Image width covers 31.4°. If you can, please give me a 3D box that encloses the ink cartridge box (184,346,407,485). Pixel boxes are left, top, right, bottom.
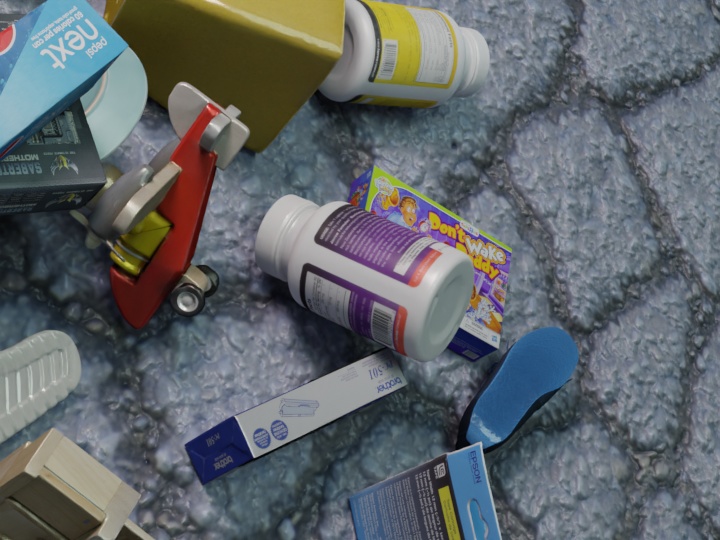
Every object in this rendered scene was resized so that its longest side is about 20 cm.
[{"bbox_3d":[-0.057,0.133,1.189,0.199,0.094,0.044,-21,82,-42],"label":"ink cartridge box"}]

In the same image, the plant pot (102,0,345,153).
[{"bbox_3d":[-0.143,-0.267,1.263,0.199,0.195,0.196,16,59,-24],"label":"plant pot"}]

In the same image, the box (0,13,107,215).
[{"bbox_3d":[-0.311,-0.121,0.991,0.199,0.051,0.159,-9,71,-42],"label":"box"}]

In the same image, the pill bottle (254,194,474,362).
[{"bbox_3d":[0.000,0.000,1.236,0.199,0.112,0.111,25,42,24],"label":"pill bottle"}]

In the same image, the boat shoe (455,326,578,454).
[{"bbox_3d":[0.160,0.128,1.387,0.199,0.069,0.084,-32,77,-38],"label":"boat shoe"}]

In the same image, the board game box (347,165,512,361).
[{"bbox_3d":[0.070,-0.006,1.393,0.199,0.045,0.135,29,53,-24],"label":"board game box"}]

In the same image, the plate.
[{"bbox_3d":[-0.286,-0.154,1.117,0.198,0.026,0.201,-1,53,2],"label":"plate"}]

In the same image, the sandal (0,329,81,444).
[{"bbox_3d":[-0.309,0.104,1.039,0.202,0.049,0.083,-17,94,-55],"label":"sandal"}]

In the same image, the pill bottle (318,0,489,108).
[{"bbox_3d":[0.048,-0.242,1.448,0.199,0.112,0.113,-2,69,-39],"label":"pill bottle"}]

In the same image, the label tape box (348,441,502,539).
[{"bbox_3d":[0.080,0.249,1.168,0.066,0.200,0.145,1,68,-38],"label":"label tape box"}]

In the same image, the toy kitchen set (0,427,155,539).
[{"bbox_3d":[-0.236,0.251,0.914,0.163,0.200,0.181,40,49,-14],"label":"toy kitchen set"}]

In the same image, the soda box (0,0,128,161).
[{"bbox_3d":[-0.265,-0.131,0.954,0.068,0.064,0.200,47,45,-9],"label":"soda box"}]

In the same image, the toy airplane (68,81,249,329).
[{"bbox_3d":[-0.180,-0.071,1.132,0.140,0.200,0.200,16,62,2],"label":"toy airplane"}]
